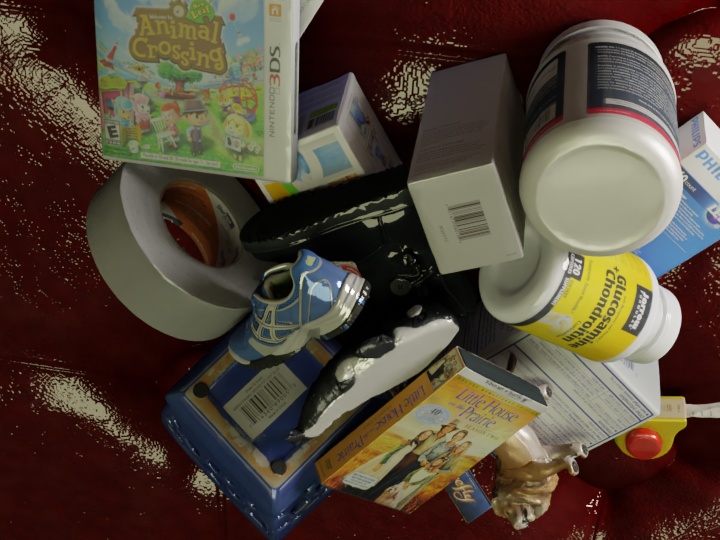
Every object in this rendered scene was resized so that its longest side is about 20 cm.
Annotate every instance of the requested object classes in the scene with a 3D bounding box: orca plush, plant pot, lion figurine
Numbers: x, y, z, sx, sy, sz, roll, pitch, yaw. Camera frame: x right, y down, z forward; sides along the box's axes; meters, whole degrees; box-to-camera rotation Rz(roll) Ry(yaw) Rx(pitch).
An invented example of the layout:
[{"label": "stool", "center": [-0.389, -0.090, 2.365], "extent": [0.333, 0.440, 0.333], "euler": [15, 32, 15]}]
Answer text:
[{"label": "orca plush", "center": [0.003, 0.086, 1.190], "extent": [0.104, 0.072, 0.200], "euler": [17, 124, -42]}, {"label": "plant pot", "center": [-0.089, 0.150, 1.327], "extent": [0.200, 0.200, 0.180], "euler": [45, 167, 10]}, {"label": "lion figurine", "center": [0.164, 0.183, 1.335], "extent": [0.121, 0.073, 0.202], "euler": [-19, 109, 34]}]

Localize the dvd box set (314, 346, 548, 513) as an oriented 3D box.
[{"label": "dvd box set", "center": [0.072, 0.164, 1.232], "extent": [0.200, 0.030, 0.146], "euler": [-41, 137, 22]}]

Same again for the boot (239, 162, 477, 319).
[{"label": "boot", "center": [0.000, 0.000, 1.206], "extent": [0.198, 0.077, 0.170], "euler": [-16, 120, 14]}]

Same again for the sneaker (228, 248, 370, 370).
[{"label": "sneaker", "center": [-0.073, 0.033, 1.175], "extent": [0.077, 0.076, 0.199], "euler": [38, 139, -18]}]

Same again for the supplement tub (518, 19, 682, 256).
[{"label": "supplement tub", "center": [0.216, -0.123, 1.116], "extent": [0.138, 0.201, 0.142], "euler": [6, 130, 7]}]

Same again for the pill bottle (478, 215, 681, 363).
[{"label": "pill bottle", "center": [0.218, 0.023, 1.197], "extent": [0.198, 0.113, 0.112], "euler": [22, 132, -34]}]

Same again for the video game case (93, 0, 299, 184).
[{"label": "video game case", "center": [-0.154, -0.181, 1.161], "extent": [0.197, 0.022, 0.184], "euler": [9, 116, 13]}]

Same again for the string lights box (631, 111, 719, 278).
[{"label": "string lights box", "center": [0.295, -0.057, 1.245], "extent": [0.103, 0.059, 0.199], "euler": [40, 125, -20]}]

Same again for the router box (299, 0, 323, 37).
[{"label": "router box", "center": [-0.114, -0.293, 1.147], "extent": [0.178, 0.049, 0.200], "euler": [30, 128, -13]}]

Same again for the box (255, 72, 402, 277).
[{"label": "box", "center": [-0.016, -0.078, 1.264], "extent": [0.111, 0.102, 0.201], "euler": [-18, 123, 23]}]

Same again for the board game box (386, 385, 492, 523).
[{"label": "board game box", "center": [0.077, 0.184, 1.382], "extent": [0.034, 0.136, 0.201], "euler": [-33, 81, -2]}]

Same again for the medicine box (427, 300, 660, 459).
[{"label": "medicine box", "center": [0.199, 0.112, 1.372], "extent": [0.199, 0.104, 0.182], "euler": [-33, 116, 32]}]

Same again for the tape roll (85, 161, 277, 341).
[{"label": "tape roll", "center": [-0.180, -0.031, 1.272], "extent": [0.200, 0.201, 0.066], "euler": [40, 126, -20]}]

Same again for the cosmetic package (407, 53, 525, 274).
[{"label": "cosmetic package", "center": [0.107, -0.103, 1.155], "extent": [0.084, 0.201, 0.109], "euler": [-12, 123, 18]}]

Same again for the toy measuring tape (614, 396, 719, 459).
[{"label": "toy measuring tape", "center": [0.363, 0.182, 1.417], "extent": [0.197, 0.074, 0.074], "euler": [-1, 128, 13]}]
